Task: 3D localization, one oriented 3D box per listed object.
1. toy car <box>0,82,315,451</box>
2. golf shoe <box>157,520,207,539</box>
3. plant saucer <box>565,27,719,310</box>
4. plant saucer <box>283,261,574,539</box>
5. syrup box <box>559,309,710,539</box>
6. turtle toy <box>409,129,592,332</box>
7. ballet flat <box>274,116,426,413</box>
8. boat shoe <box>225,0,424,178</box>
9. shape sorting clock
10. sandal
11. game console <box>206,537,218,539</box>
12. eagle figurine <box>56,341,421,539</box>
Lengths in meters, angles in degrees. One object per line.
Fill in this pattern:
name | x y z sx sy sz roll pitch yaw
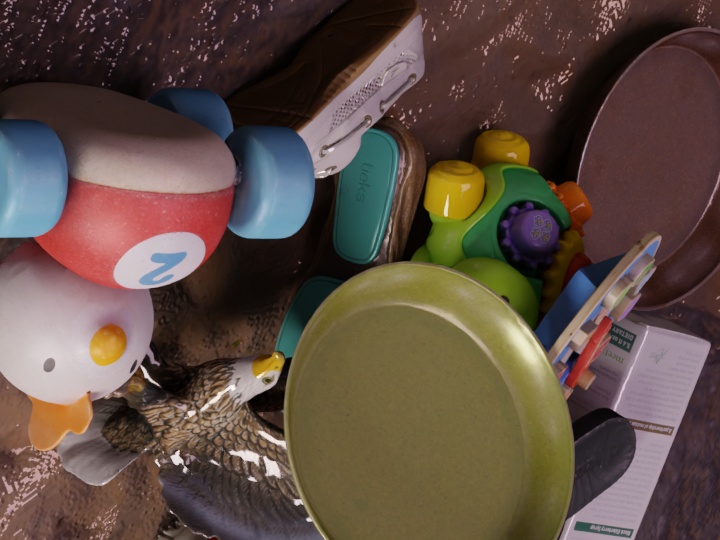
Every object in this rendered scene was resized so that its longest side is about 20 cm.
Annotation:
toy car | -0.147 0.007 1.484 0.183 0.177 0.201 -1 106 -33
golf shoe | -0.048 0.203 1.748 0.199 0.097 0.079 10 105 -45
plant saucer | 0.206 -0.073 1.886 0.200 0.034 0.201 -20 119 -39
plant saucer | 0.034 0.096 1.559 0.199 0.031 0.201 11 70 -32
syrup box | 0.161 0.122 1.916 0.081 0.079 0.201 14 101 -46
turtle toy | 0.087 0.003 1.736 0.200 0.101 0.147 -35 137 -59
ballet flat | 0.000 0.000 1.723 0.072 0.068 0.201 -5 112 -63
boat shoe | -0.029 -0.084 1.635 0.200 0.071 0.070 -40 131 -23
shape sorting clock | 0.129 0.059 1.710 0.200 0.039 0.200 -48 167 -15
sandal | 0.111 0.165 1.808 0.200 0.048 0.076 -38 134 -16
game console | 0.000 0.203 1.642 0.199 0.172 0.119 -34 114 -8
eagle figurine | -0.067 0.083 1.603 0.199 0.151 0.152 26 86 -25
